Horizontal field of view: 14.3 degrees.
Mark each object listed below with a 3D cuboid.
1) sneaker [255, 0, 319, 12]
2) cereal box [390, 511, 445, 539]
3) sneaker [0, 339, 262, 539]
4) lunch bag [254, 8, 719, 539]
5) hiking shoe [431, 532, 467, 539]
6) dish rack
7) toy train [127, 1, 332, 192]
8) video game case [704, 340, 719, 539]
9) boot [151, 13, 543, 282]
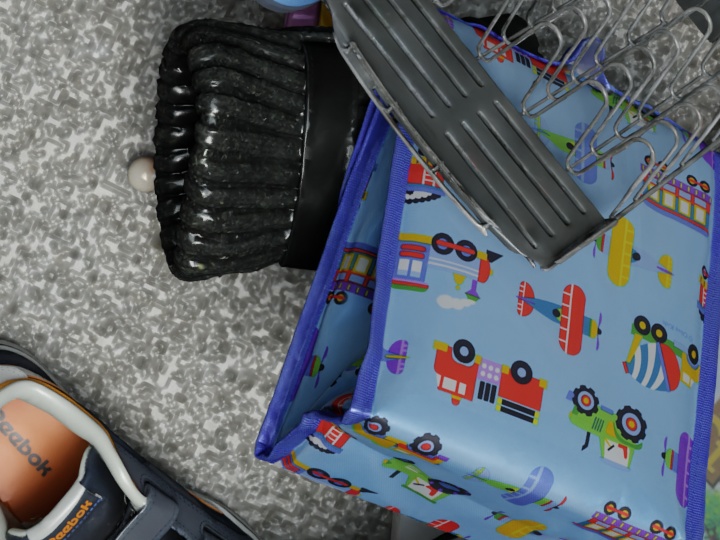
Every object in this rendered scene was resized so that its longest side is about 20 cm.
[{"bbox_3d":[0.028,-0.180,1.134,0.200,0.078,0.066,-46,114,-22],"label":"sneaker"},{"bbox_3d":[0.084,0.135,1.261,0.143,0.040,0.202,2,101,-5],"label":"cereal box"},{"bbox_3d":[-0.105,0.115,1.219,0.200,0.079,0.079,41,94,-13],"label":"sneaker"},{"bbox_3d":[0.065,-0.002,1.101,0.150,0.094,0.201,23,68,-20],"label":"lunch bag"},{"bbox_3d":[0.028,0.177,1.198,0.200,0.076,0.101,-43,75,38],"label":"hiking shoe"},{"bbox_3d":[0.085,-0.095,1.092,0.154,0.055,0.200,50,49,6],"label":"dish rack"},{"bbox_3d":[-0.045,-0.119,1.189,0.149,0.056,0.201,-18,103,-2],"label":"toy train"},{"bbox_3d":[0.159,0.120,1.156,0.200,0.022,0.182,51,118,18],"label":"video game case"},{"bbox_3d":[-0.001,-0.001,1.154,0.157,0.079,0.213,-8,91,-25],"label":"boot"}]
